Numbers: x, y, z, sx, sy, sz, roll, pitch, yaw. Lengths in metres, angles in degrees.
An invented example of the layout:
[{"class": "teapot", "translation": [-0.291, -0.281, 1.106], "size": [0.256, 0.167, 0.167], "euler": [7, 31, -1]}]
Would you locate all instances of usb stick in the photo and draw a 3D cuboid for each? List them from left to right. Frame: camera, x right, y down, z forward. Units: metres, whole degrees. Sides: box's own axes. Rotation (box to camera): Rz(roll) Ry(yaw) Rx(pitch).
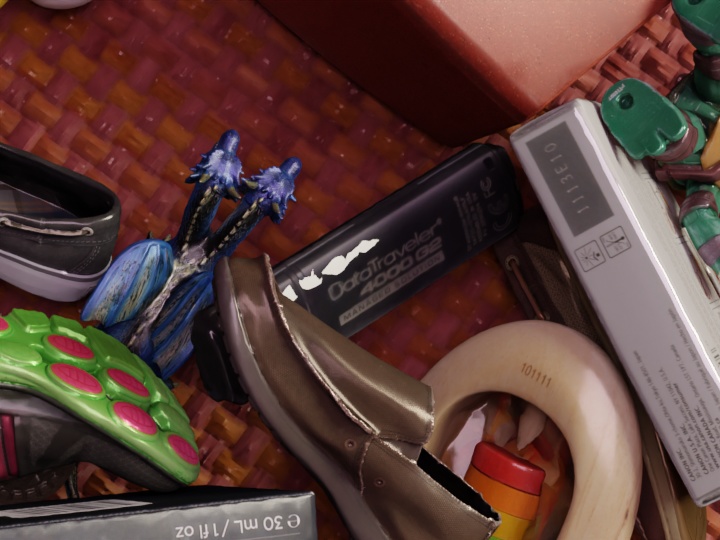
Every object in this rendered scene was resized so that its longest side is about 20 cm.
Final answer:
[{"class": "usb stick", "translation": [0.000, 0.000, 1.438], "size": [0.200, 0.033, 0.056], "euler": [-32, 120, -27]}]

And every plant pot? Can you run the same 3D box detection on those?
[{"class": "plant pot", "translation": [0.061, -0.176, 1.465], "size": [0.200, 0.200, 0.176], "euler": [-40, 97, -14]}]

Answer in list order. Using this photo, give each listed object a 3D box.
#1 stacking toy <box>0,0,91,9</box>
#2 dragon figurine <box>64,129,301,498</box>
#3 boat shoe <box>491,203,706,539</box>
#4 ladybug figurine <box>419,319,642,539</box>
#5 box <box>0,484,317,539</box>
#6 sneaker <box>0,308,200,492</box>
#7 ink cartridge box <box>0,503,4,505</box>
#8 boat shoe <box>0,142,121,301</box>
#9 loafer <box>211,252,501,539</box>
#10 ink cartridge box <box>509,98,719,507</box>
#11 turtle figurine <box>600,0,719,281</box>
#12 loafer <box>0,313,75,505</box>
[{"class": "stacking toy", "translation": [-0.221, -0.163, 1.464], "size": [0.199, 0.146, 0.147], "euler": [9, 76, -26]}, {"class": "dragon figurine", "translation": [-0.102, 0.020, 1.436], "size": [0.059, 0.099, 0.200], "euler": [34, 75, 1]}, {"class": "boat shoe", "translation": [0.118, 0.060, 1.484], "size": [0.072, 0.072, 0.201], "euler": [-23, 82, 19]}, {"class": "ladybug figurine", "translation": [0.073, 0.119, 1.431], "size": [0.135, 0.072, 0.201], "euler": [30, 104, 22]}, {"class": "box", "translation": [-0.125, 0.207, 1.338], "size": [0.199, 0.124, 0.198], "euler": [-4, 90, -29]}, {"class": "sneaker", "translation": [-0.171, 0.066, 1.366], "size": [0.199, 0.077, 0.084], "euler": [17, 120, -13]}, {"class": "ink cartridge box", "translation": [-0.240, 0.176, 1.414], "size": [0.199, 0.047, 0.161], "euler": [21, 76, 1]}, {"class": "boat shoe", "translation": [-0.210, -0.051, 1.439], "size": [0.199, 0.066, 0.070], "euler": [26, 39, -2]}, {"class": "loafer", "translation": [-0.001, 0.065, 1.363], "size": [0.071, 0.073, 0.200], "euler": [-32, 113, 7]}, {"class": "ink cartridge box", "translation": [0.149, 0.012, 1.447], "size": [0.043, 0.174, 0.201], "euler": [-28, 86, 11]}, {"class": "turtle figurine", "translation": [0.191, -0.064, 1.473], "size": [0.100, 0.200, 0.150], "euler": [11, 74, 31]}, {"class": "loafer", "translation": [-0.214, 0.028, 1.416], "size": [0.076, 0.067, 0.201], "euler": [-34, 101, -5]}]
